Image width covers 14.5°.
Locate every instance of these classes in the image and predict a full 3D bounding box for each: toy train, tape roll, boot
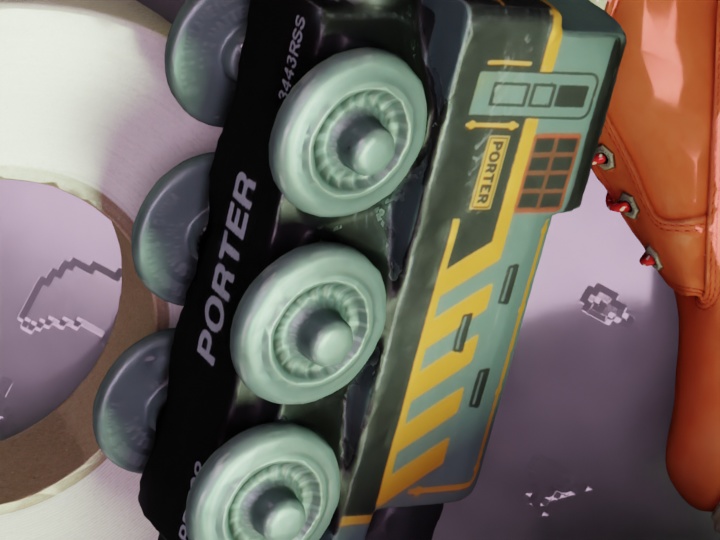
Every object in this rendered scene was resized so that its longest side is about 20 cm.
[{"bbox_3d":[0.000,0.000,0.770,0.113,0.085,0.201,-1,115,-34],"label":"toy train"},{"bbox_3d":[-0.109,0.014,0.795,0.201,0.037,0.204,-9,117,-18],"label":"tape roll"},{"bbox_3d":[0.098,-0.025,0.811,0.106,0.075,0.202,11,104,11],"label":"boot"}]
